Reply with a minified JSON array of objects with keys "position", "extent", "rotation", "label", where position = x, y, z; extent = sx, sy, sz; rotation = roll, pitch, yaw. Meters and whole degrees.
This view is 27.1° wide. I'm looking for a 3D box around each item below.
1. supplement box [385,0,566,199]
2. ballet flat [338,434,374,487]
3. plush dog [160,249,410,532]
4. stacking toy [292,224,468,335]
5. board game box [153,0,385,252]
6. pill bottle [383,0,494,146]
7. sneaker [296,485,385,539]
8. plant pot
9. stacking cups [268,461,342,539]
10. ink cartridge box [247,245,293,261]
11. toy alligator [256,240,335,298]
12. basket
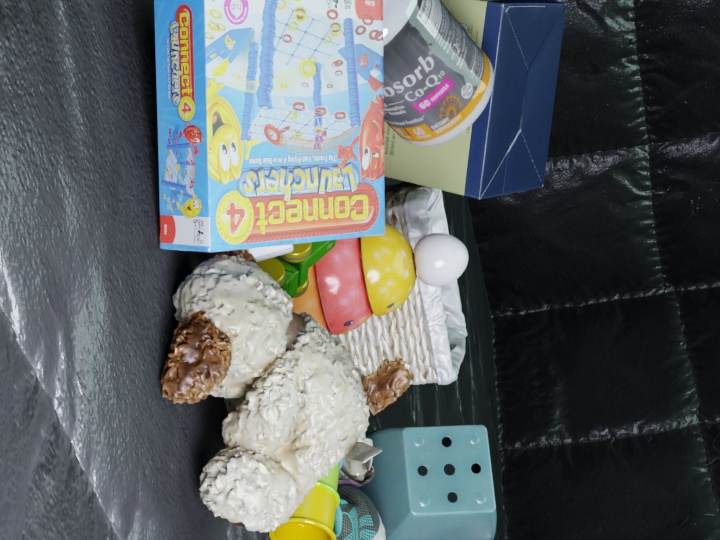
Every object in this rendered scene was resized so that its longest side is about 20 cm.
[{"position":[0.089,-0.196,1.580],"extent":[0.134,0.199,0.202],"rotation":[-13,113,-52],"label":"supplement box"},{"position":[-0.025,0.171,1.467],"extent":[0.200,0.070,0.070],"rotation":[62,23,-64],"label":"ballet flat"},{"position":[-0.072,0.066,1.115],"extent":[0.172,0.160,0.200],"rotation":[49,20,-20],"label":"plush dog"},{"position":[0.000,0.000,1.366],"extent":[0.146,0.198,0.148],"rotation":[-9,90,-80],"label":"stacking toy"},{"position":[-0.064,-0.120,1.138],"extent":[0.199,0.056,0.198],"rotation":[-8,99,-48],"label":"board game box"},{"position":[0.028,-0.214,1.376],"extent":[0.200,0.116,0.117],"rotation":[41,35,-39],"label":"pill bottle"},{"position":[-0.025,0.242,1.407],"extent":[0.200,0.077,0.092],"rotation":[-77,153,-70],"label":"sneaker"},{"position":[0.069,0.232,1.575],"extent":[0.200,0.140,0.143],"rotation":[116,-29,-66],"label":"plant pot"},{"position":[-0.036,0.155,1.348],"extent":[0.061,0.060,0.201],"rotation":[72,23,-48],"label":"stacking cups"},{"position":[-0.116,-0.123,1.248],"extent":[0.176,0.044,0.202],"rotation":[-145,-138,-67],"label":"ink cartridge box"},{"position":[-0.064,-0.016,1.285],"extent":[0.200,0.054,0.060],"rotation":[-49,159,-36],"label":"toy alligator"},{"position":[0.020,0.012,1.611],"extent":[0.198,0.159,0.202],"rotation":[-60,141,-76],"label":"basket"}]
